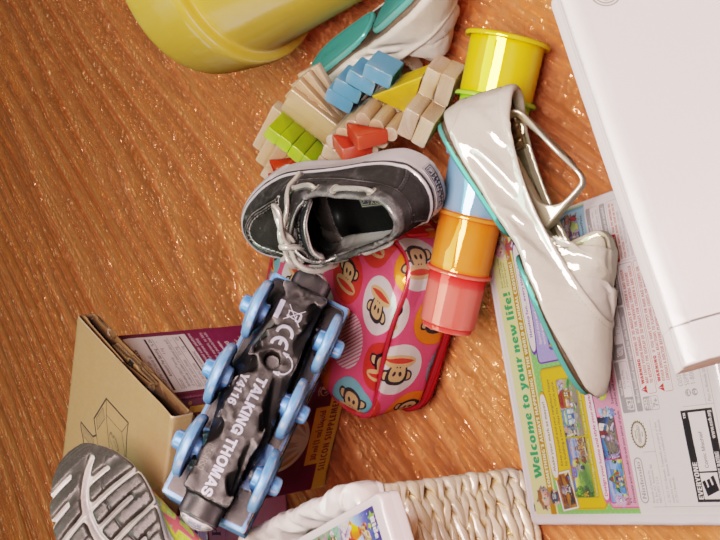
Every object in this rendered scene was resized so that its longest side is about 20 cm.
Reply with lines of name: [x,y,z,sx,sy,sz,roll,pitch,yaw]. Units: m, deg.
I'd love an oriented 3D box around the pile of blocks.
pile of blocks: [-0.017,-0.108,0.733,0.198,0.062,0.083,-21,113,39]

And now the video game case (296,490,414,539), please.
video game case: [-0.011,0.237,0.625,0.200,0.018,0.146,-43,58,49]

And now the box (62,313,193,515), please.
box: [-0.200,0.163,0.829,0.163,0.021,0.204,34,120,40]

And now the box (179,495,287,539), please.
box: [-0.169,0.204,1.080,0.199,0.095,0.180,-14,81,57]

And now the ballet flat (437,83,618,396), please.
ballet flat: [0.116,-0.025,0.605,0.069,0.069,0.203,-39,73,50]

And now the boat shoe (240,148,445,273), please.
boat shoe: [-0.030,-0.033,0.707,0.197,0.068,0.075,-2,120,44]

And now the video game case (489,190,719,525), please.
video game case: [0.157,0.057,0.633,0.181,0.022,0.205,-21,76,56]

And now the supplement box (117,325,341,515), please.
supplement box: [-0.124,0.132,0.910,0.103,0.197,0.133,42,128,46]

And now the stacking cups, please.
stacking cups: [0.076,-0.058,0.681,0.060,0.060,0.204,23,102,53]

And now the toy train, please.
toy train: [-0.076,0.097,0.735,0.114,0.085,0.203,111,-176,-71]

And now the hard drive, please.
hard drive: [0.186,-0.065,0.490,0.027,0.129,0.204,76,180,-73]

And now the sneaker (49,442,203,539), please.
sneaker: [-0.153,0.213,0.739,0.200,0.078,0.090,48,175,11]

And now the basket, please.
basket: [0.033,0.257,0.716,0.200,0.158,0.202,-37,62,52]

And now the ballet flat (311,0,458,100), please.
ballet flat: [0.031,-0.178,0.761,0.199,0.068,0.071,-28,69,54]

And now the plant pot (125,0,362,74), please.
plant pot: [-0.074,-0.276,0.820,0.186,0.199,0.206,1,93,42]

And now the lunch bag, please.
lunch bag: [0.000,0.000,0.814,0.200,0.081,0.179,45,128,46]
